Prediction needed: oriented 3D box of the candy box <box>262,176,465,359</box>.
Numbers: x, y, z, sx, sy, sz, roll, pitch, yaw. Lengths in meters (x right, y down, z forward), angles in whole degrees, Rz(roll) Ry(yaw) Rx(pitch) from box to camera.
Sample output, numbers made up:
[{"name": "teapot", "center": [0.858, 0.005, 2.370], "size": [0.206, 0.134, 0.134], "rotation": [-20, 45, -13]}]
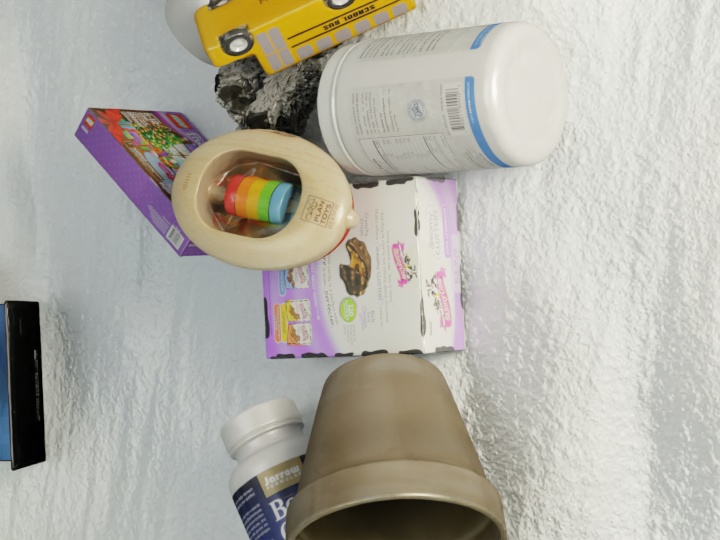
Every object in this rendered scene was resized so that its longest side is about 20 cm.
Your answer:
[{"name": "candy box", "center": [0.000, 0.000, 1.705], "size": [0.200, 0.072, 0.168], "rotation": [-3, 88, 38]}]

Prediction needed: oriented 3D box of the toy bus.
[{"name": "toy bus", "center": [-0.054, -0.251, 1.682], "size": [0.200, 0.078, 0.065], "rotation": [-24, 53, 5]}]

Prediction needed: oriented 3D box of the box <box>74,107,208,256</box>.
[{"name": "box", "center": [-0.186, -0.093, 1.807], "size": [0.200, 0.137, 0.039], "rotation": [47, 118, 27]}]

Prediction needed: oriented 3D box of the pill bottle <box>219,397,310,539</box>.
[{"name": "pill bottle", "center": [-0.064, 0.232, 1.730], "size": [0.111, 0.111, 0.200], "rotation": [-38, 68, 32]}]

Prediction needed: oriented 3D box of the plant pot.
[{"name": "plant pot", "center": [0.026, 0.180, 1.619], "size": [0.200, 0.200, 0.174], "rotation": [-33, 46, 33]}]

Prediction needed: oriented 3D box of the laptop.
[{"name": "laptop", "center": [-0.427, 0.131, 2.015], "size": [0.116, 0.200, 0.187], "rotation": [-3, 88, 4]}]

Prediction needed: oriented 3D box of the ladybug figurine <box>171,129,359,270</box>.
[{"name": "ladybug figurine", "center": [-0.085, -0.062, 1.669], "size": [0.200, 0.072, 0.136], "rotation": [17, 82, 29]}]

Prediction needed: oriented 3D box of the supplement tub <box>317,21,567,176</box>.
[{"name": "supplement tub", "center": [0.076, -0.155, 1.608], "size": [0.200, 0.132, 0.132], "rotation": [0, 90, 38]}]

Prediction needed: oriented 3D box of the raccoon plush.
[{"name": "raccoon plush", "center": [-0.054, -0.166, 1.762], "size": [0.200, 0.134, 0.097], "rotation": [-30, 52, 1]}]

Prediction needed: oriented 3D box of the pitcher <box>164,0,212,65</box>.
[{"name": "pitcher", "center": [-0.107, -0.317, 1.772], "size": [0.200, 0.121, 0.172], "rotation": [-42, 42, 23]}]
